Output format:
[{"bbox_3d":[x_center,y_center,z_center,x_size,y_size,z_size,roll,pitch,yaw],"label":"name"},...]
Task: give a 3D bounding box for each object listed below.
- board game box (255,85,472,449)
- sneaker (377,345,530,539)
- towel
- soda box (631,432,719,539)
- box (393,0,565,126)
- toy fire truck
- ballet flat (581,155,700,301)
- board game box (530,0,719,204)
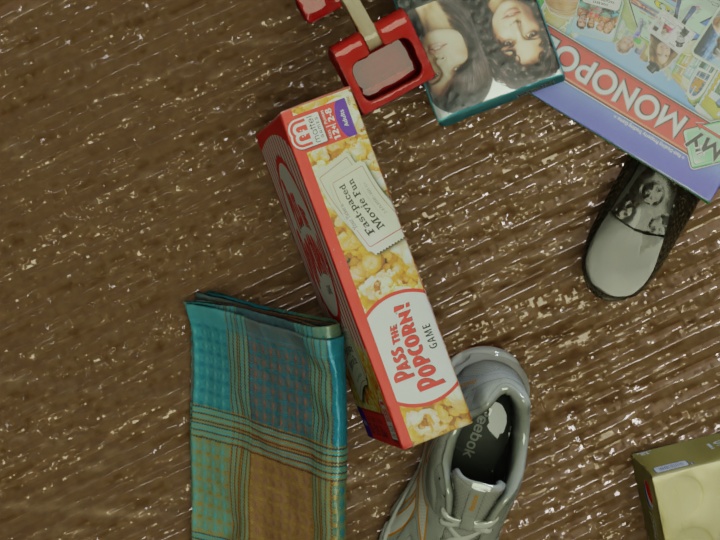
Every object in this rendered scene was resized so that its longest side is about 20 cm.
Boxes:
[{"bbox_3d":[0.000,0.000,1.393,0.046,0.151,0.201,-20,91,-7],"label":"board game box"},{"bbox_3d":[0.058,0.149,1.465,0.075,0.092,0.201,11,97,-7],"label":"sneaker"},{"bbox_3d":[-0.058,0.120,1.431,0.022,0.146,0.201,-7,101,-39],"label":"towel"},{"bbox_3d":[0.277,0.130,1.501,0.199,0.064,0.068,-13,99,-3],"label":"soda box"},{"bbox_3d":[0.050,-0.193,1.414,0.082,0.049,0.201,-20,89,6],"label":"box"},{"bbox_3d":[-0.030,-0.192,1.382,0.049,0.141,0.201,-29,100,-1],"label":"toy fire truck"},{"bbox_3d":[0.198,-0.069,1.478,0.067,0.046,0.201,29,89,6],"label":"ballet flat"},{"bbox_3d":[0.161,-0.149,1.442,0.199,0.029,0.135,31,93,5],"label":"board game box"}]
